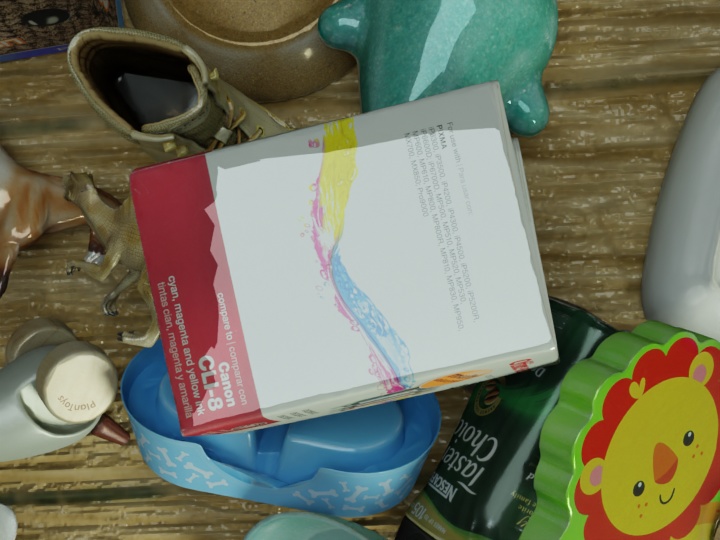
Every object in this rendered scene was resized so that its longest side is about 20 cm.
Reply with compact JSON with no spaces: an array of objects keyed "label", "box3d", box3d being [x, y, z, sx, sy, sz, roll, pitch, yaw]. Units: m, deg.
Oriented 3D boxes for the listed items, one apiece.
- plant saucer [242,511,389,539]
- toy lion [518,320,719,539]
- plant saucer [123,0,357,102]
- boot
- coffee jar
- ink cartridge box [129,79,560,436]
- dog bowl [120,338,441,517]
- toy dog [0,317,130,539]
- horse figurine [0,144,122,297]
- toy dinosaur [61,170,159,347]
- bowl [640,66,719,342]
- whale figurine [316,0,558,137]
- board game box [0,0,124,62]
[{"label":"plant saucer","box3d":[0.005,0.227,0.874,0.036,0.200,0.200,-28,80,-41]},{"label":"toy lion","box3d":[0.153,0.137,0.834,0.200,0.069,0.192,-45,126,-19]},{"label":"plant saucer","box3d":[-0.068,-0.214,0.972,0.199,0.035,0.201,-1,84,5]},{"label":"boot","box3d":[-0.081,-0.080,0.899,0.200,0.155,0.073,32,87,6]},{"label":"coffee jar","box3d":[0.098,0.118,0.888,0.085,0.104,0.201,28,87,-28]},{"label":"ink cartridge box","box3d":[0.000,0.000,0.794,0.199,0.145,0.145,-14,82,7]},{"label":"dog bowl","box3d":[-0.051,0.097,0.908,0.199,0.112,0.050,10,126,6]},{"label":"toy dog","box3d":[-0.227,0.119,0.927,0.200,0.132,0.096,-32,117,8]},{"label":"horse figurine","box3d":[-0.262,-0.048,0.963,0.200,0.050,0.133,39,78,13]},{"label":"toy dinosaur","box3d":[-0.116,-0.005,0.900,0.199,0.058,0.102,17,104,18]},{"label":"bowl","box3d":[0.287,-0.028,0.903,0.199,0.075,0.201,16,88,7]},{"label":"whale figurine","box3d":[0.048,-0.129,0.900,0.159,0.104,0.201,26,70,-1]},{"label":"board game box","box3d":[-0.253,-0.201,0.904,0.159,0.200,0.097,-9,83,6]}]
